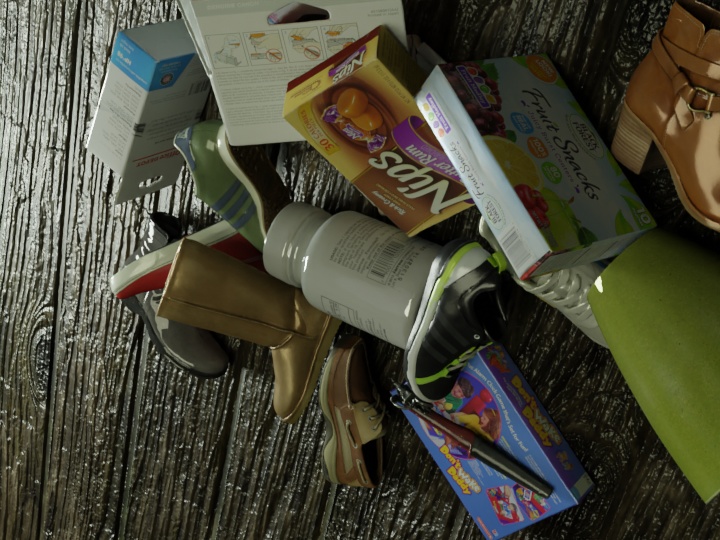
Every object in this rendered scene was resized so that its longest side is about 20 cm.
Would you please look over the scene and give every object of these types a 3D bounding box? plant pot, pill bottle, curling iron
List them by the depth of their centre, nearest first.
[{"bbox_3d":[0.299,0.064,0.965,0.200,0.187,0.187,49,129,21],"label":"plant pot"},{"bbox_3d":[0.112,0.181,1.161,0.200,0.050,0.026,35,92,11],"label":"curling iron"},{"bbox_3d":[0.000,0.000,1.184,0.199,0.114,0.115,23,120,27],"label":"pill bottle"}]

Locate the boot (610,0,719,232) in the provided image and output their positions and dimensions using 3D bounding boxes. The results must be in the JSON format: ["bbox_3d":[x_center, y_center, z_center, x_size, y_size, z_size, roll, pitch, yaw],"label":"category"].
[{"bbox_3d":[0.315,-0.126,0.935,0.200,0.077,0.156,42,133,31],"label":"boot"}]

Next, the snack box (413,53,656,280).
[{"bbox_3d":[0.155,-0.098,0.986,0.053,0.142,0.201,-49,62,46],"label":"snack box"}]

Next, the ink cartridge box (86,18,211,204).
[{"bbox_3d":[-0.245,-0.184,1.287,0.067,0.116,0.200,38,125,17],"label":"ink cartridge box"}]

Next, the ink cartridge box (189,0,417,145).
[{"bbox_3d":[-0.047,-0.203,1.063,0.199,0.044,0.174,-3,135,9],"label":"ink cartridge box"}]

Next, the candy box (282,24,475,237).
[{"bbox_3d":[0.034,-0.127,1.066,0.116,0.057,0.200,-26,128,30],"label":"candy box"}]

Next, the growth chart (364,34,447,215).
[{"bbox_3d":[0.044,-0.143,1.153,0.145,0.018,0.200,51,129,2],"label":"growth chart"}]

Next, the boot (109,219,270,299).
[{"bbox_3d":[-0.189,0.028,1.321,0.199,0.072,0.145,-22,97,9],"label":"boot"}]

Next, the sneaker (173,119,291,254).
[{"bbox_3d":[-0.141,-0.090,1.243,0.089,0.067,0.201,3,139,26],"label":"sneaker"}]

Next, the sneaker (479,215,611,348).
[{"bbox_3d":[0.194,0.007,1.069,0.200,0.081,0.077,46,126,11],"label":"sneaker"}]

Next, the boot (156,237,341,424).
[{"bbox_3d":[-0.137,0.070,1.271,0.199,0.066,0.176,18,103,-13],"label":"boot"}]

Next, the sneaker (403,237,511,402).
[{"bbox_3d":[0.100,0.063,1.093,0.083,0.072,0.201,33,132,31],"label":"sneaker"}]

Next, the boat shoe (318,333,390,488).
[{"bbox_3d":[0.001,0.167,1.282,0.074,0.076,0.201,15,124,25],"label":"boat shoe"}]

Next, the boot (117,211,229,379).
[{"bbox_3d":[-0.221,0.032,1.390,0.200,0.070,0.132,43,121,8],"label":"boot"}]

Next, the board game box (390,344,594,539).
[{"bbox_3d":[0.140,0.180,1.198,0.134,0.045,0.200,-36,85,39],"label":"board game box"}]

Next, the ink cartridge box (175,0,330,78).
[{"bbox_3d":[-0.085,-0.298,1.117,0.200,0.083,0.146,-35,71,33],"label":"ink cartridge box"}]
